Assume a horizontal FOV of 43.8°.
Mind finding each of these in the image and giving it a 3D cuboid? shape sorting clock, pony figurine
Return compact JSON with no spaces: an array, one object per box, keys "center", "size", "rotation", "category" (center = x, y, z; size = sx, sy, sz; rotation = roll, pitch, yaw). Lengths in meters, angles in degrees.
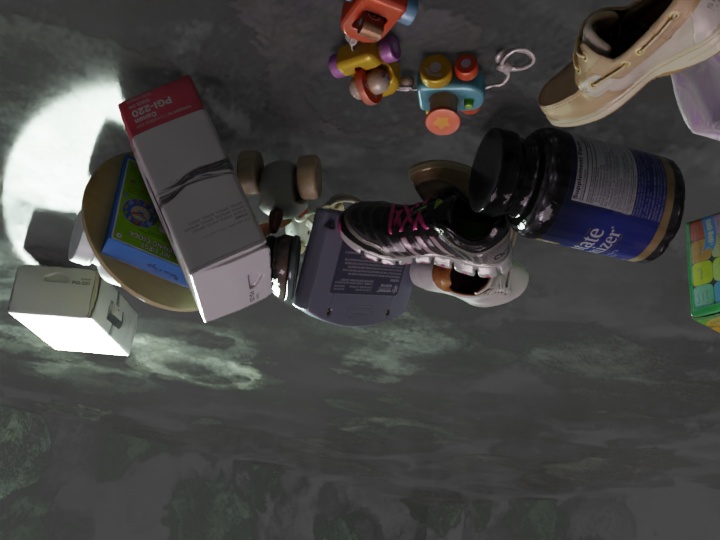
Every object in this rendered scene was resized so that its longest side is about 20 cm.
[{"center":[-0.217,-0.045,1.004],"size":[0.198,0.203,0.039],"rotation":[21,136,-32],"category":"shape sorting clock"},{"center":[0.352,-0.114,0.730],"size":[0.164,0.197,0.199],"rotation":[-5,175,34],"category":"pony figurine"}]

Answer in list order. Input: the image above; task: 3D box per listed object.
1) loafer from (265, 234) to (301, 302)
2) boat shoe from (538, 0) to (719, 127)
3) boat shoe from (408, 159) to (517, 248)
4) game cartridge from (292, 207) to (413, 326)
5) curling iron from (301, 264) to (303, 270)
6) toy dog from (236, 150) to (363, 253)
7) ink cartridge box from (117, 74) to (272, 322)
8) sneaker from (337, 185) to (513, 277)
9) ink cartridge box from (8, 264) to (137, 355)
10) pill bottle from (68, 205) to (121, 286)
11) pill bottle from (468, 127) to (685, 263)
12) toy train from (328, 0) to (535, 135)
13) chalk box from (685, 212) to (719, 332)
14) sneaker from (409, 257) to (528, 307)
[{"center":[-0.102,-0.002,1.022],"size":[0.062,0.073,0.200],"rotation":[8,174,-5],"category":"loafer"},{"center":[0.209,-0.183,0.728],"size":[0.069,0.075,0.199],"rotation":[30,149,-22],"category":"boat shoe"},{"center":[0.126,-0.064,1.039],"size":[0.070,0.066,0.199],"rotation":[-13,151,39],"category":"boat shoe"},{"center":[0.000,0.000,1.080],"size":[0.040,0.136,0.199],"rotation":[16,-173,37],"category":"game cartridge"},{"center":[-0.017,-0.026,1.222],"size":[0.050,0.026,0.199],"rotation":[52,140,-9],"category":"curling iron"},{"center":[-0.082,-0.062,1.061],"size":[0.130,0.098,0.200],"rotation":[-5,155,27],"category":"toy dog"},{"center":[-0.165,-0.068,0.914],"size":[0.084,0.202,0.146],"rotation":[-24,162,-13],"category":"ink cartridge box"},{"center":[0.074,-0.052,0.968],"size":[0.196,0.075,0.088],"rotation":[11,142,4],"category":"sneaker"},{"center":[-0.474,0.069,1.496],"size":[0.143,0.086,0.201],"rotation":[4,156,6],"category":"ink cartridge box"},{"center":[-0.275,-0.026,1.182],"size":[0.197,0.114,0.112],"rotation":[18,156,-26],"category":"pill bottle"},{"center":[0.216,-0.080,0.910],"size":[0.196,0.114,0.112],"rotation":[11,158,-13],"category":"pill bottle"},{"center":[0.050,-0.180,0.787],"size":[0.197,0.057,0.150],"rotation":[18,156,-26],"category":"toy train"},{"center":[0.457,0.001,1.030],"size":[0.198,0.127,0.123],"rotation":[22,153,-33],"category":"chalk box"},{"center":[0.161,0.014,1.154],"size":[0.197,0.074,0.084],"rotation":[3,-175,-38],"category":"sneaker"}]
